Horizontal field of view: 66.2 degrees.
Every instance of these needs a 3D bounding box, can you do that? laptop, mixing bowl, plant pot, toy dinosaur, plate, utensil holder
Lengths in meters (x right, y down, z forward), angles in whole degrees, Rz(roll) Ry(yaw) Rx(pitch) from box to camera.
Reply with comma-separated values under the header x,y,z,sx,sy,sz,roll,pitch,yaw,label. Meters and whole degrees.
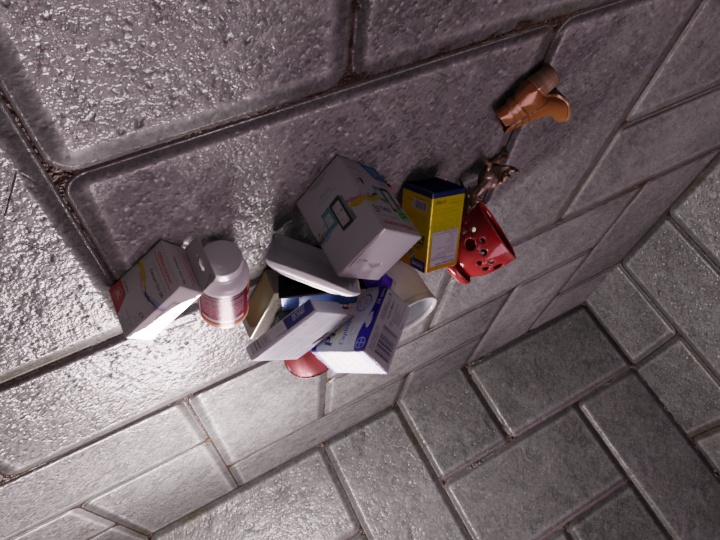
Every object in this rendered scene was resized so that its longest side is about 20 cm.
x,y,z,sx,sy,sz,roll,pitch,yaw,label
-0.088,0.065,1.247,0.184,0.200,0.118,-6,109,-7,laptop
-0.152,0.187,1.558,0.199,0.201,0.109,-31,136,-1,mixing bowl
0.321,-0.075,1.592,0.181,0.202,0.200,-32,156,17,plant pot
0.331,-0.240,1.442,0.199,0.086,0.136,-32,172,-41,toy dinosaur
-0.100,-0.008,1.145,0.197,0.200,0.033,20,106,-10,plate
0.093,0.047,1.541,0.168,0.201,0.171,-25,155,-13,utensil holder

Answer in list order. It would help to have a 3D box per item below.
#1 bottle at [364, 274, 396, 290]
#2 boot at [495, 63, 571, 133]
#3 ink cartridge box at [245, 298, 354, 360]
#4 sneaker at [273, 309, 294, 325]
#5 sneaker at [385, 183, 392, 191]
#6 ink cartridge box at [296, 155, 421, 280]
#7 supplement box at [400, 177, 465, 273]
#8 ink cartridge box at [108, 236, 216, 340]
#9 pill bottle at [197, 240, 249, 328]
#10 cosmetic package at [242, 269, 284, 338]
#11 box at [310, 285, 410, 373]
x,y,z,sx,sy,sz,roll,pitch,yaw,label
0.000,0.000,1.385,0.198,0.066,0.083,29,150,-21,bottle
0.400,-0.371,1.289,0.154,0.074,0.199,-40,142,14,boot
-0.135,0.140,1.276,0.196,0.044,0.200,-37,161,15,ink cartridge box
-0.198,0.183,1.420,0.072,0.082,0.201,-17,152,-28,sneaker
0.033,-0.118,1.304,0.073,0.087,0.201,-12,149,-37,sneaker
-0.004,-0.104,1.152,0.146,0.201,0.146,-44,153,25,ink cartridge box
0.171,-0.112,1.348,0.108,0.109,0.203,-13,118,-34,supplement box
-0.380,0.027,1.058,0.199,0.117,0.067,-40,154,14,ink cartridge box
-0.291,0.030,1.169,0.112,0.114,0.201,-20,153,-23,pill bottle
-0.219,0.081,1.394,0.104,0.072,0.201,-8,146,-40,cosmetic package
-0.001,0.150,1.378,0.198,0.186,0.105,-10,137,45,box
